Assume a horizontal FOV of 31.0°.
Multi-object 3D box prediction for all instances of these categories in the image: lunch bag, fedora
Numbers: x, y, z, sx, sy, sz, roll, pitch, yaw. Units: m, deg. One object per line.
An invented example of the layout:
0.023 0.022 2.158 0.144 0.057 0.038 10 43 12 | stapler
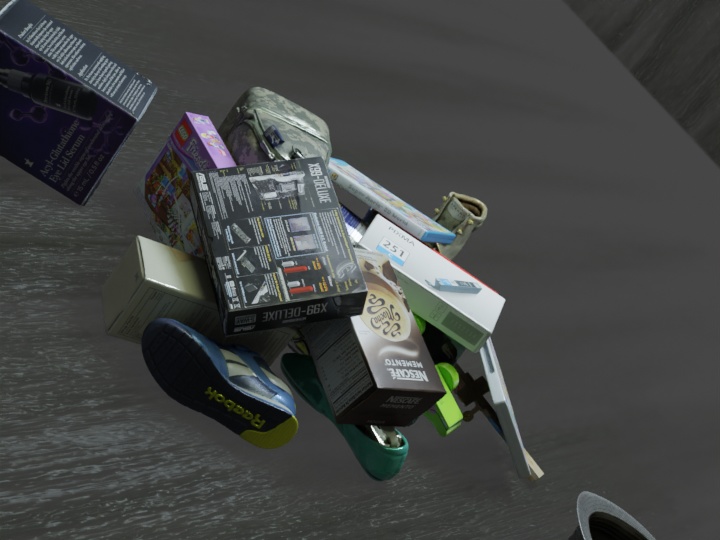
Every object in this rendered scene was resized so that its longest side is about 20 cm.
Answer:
-0.129 -0.109 1.641 0.139 0.200 0.168 27 29 -22 | lunch bag
0.301 0.370 1.575 0.200 0.090 0.177 31 30 -30 | fedora

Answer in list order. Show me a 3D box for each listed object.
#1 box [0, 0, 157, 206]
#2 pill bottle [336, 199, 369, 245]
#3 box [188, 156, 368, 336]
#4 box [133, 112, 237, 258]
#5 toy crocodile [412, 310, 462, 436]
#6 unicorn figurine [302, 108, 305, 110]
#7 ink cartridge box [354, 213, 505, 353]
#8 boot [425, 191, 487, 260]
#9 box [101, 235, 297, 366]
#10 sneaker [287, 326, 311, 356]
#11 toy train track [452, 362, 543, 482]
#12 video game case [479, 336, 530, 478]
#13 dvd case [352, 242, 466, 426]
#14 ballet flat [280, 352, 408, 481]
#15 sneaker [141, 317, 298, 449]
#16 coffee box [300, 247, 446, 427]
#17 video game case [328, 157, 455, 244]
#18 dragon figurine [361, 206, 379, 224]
-0.368 -0.201 1.541 0.200 0.148 0.104 32 29 -12 | box
0.000 0.000 1.732 0.200 0.112 0.112 39 28 -3 | pill bottle
-0.094 -0.032 1.441 0.157 0.050 0.200 -9 56 -16 | box
-0.194 -0.075 1.577 0.039 0.137 0.200 6 43 -45 | box
0.062 0.114 1.607 0.067 0.062 0.200 -32 91 -51 | toy crocodile
-0.113 -0.178 1.822 0.074 0.137 0.200 22 28 -11 | unicorn figurine
0.093 -0.001 1.665 0.200 0.045 0.176 34 30 -1 | ink cartridge box
0.096 -0.037 1.855 0.072 0.155 0.200 46 27 14 | boot
-0.182 0.045 1.464 0.200 0.095 0.078 22 32 -32 | box
-0.072 0.052 1.578 0.200 0.076 0.075 32 68 -5 | sneaker
0.168 0.202 1.731 0.200 0.033 0.115 51 22 10 | toy train track
0.178 0.151 1.682 0.200 0.018 0.143 -100 171 -52 | video game case
0.026 0.080 1.648 0.200 0.022 0.146 38 70 -1 | dvd case
-0.012 0.155 1.532 0.200 0.070 0.067 48 29 17 | ballet flat
-0.154 0.115 1.422 0.200 0.074 0.082 39 25 -17 | sneaker
0.003 0.075 1.492 0.113 0.080 0.200 9 48 -43 | coffee box
0.028 -0.097 1.761 0.200 0.018 0.143 34 11 16 | video game case
0.011 -0.058 1.878 0.059 0.099 0.200 44 13 -6 | dragon figurine
